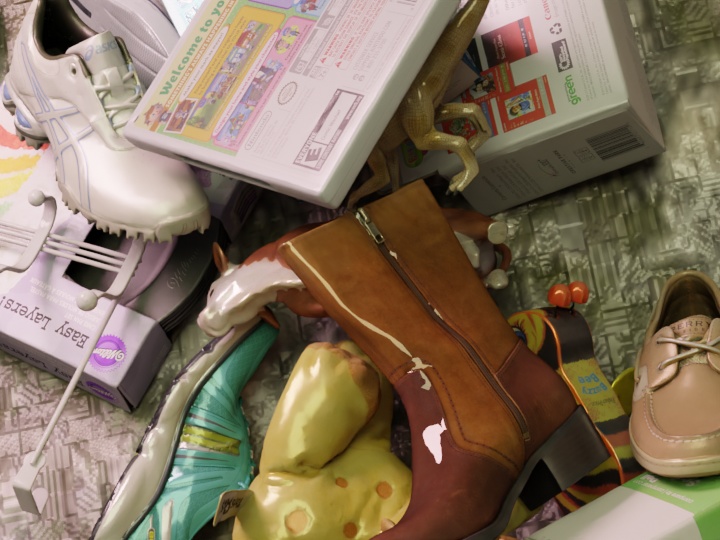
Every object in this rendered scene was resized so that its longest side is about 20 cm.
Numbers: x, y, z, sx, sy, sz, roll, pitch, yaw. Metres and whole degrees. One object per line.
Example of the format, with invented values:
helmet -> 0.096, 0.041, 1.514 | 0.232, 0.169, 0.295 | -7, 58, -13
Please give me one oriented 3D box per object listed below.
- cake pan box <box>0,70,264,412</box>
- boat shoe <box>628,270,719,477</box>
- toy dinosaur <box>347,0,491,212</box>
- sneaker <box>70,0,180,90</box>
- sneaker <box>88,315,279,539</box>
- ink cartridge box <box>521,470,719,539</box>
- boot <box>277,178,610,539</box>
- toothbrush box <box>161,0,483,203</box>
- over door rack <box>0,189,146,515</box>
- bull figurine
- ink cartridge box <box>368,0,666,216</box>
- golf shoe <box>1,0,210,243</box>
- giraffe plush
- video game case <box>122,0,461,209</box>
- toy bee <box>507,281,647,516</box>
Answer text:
cake pan box -> -0.184, -0.026, 1.500 | 0.200, 0.052, 0.184 | 26, 76, 19
boat shoe -> 0.189, 0.059, 1.323 | 0.071, 0.200, 0.065 | -5, 110, 6
toy dinosaur -> 0.032, -0.097, 1.341 | 0.200, 0.058, 0.101 | -40, 110, 12
sneaker -> -0.137, -0.157, 1.511 | 0.071, 0.073, 0.200 | -6, 40, -33
sneaker -> -0.099, 0.116, 1.423 | 0.080, 0.078, 0.200 | 28, 75, -3
ink cartridge box -> 0.138, 0.213, 1.253 | 0.200, 0.084, 0.146 | -25, 108, -21
boot -> 0.022, 0.060, 1.242 | 0.188, 0.068, 0.200 | -31, 83, -30
toothbrush box -> -0.037, -0.169, 1.447 | 0.146, 0.085, 0.200 | -33, 59, 11
over door rack -> -0.234, 0.036, 1.419 | 0.148, 0.067, 0.200 | 15, 70, 16
bull figurine -> 0.000, 0.000, 1.375 | 0.200, 0.121, 0.065 | -12, 99, -12
ink cartridge box -> 0.084, -0.148, 1.478 | 0.175, 0.084, 0.200 | -19, 64, 18
golf shoe -> -0.162, -0.097, 1.421 | 0.078, 0.097, 0.200 | -22, 49, -33
giraffe plush -> 0.018, 0.146, 1.318 | 0.162, 0.200, 0.173 | 21, 110, 10
video game case -> -0.029, -0.141, 1.337 | 0.182, 0.022, 0.200 | 19, 74, 44
toy bee -> 0.112, 0.066, 1.365 | 0.200, 0.109, 0.131 | 38, 33, 8
